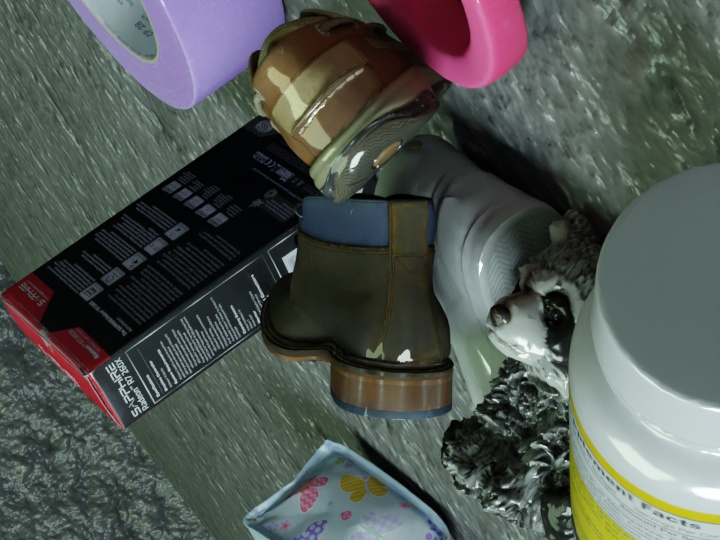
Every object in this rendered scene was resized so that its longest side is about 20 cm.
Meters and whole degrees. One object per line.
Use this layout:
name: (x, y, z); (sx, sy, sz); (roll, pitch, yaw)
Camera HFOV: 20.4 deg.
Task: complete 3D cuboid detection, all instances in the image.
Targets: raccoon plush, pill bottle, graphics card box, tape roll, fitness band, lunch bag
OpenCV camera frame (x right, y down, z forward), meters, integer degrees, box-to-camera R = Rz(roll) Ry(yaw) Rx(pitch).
raccoon plush: (0.119, 0.052, 0.920); (0.097, 0.134, 0.200); (29, -172, 33)
pill bottle: (0.133, 0.053, 0.735); (0.114, 0.114, 0.200); (46, 164, 26)
graphics card box: (-0.093, -0.005, 1.145); (0.125, 0.200, 0.051); (33, 155, 52)
tape roll: (-0.127, -0.188, 1.095); (0.200, 0.066, 0.200); (48, 166, 17)
fitness band: (0.006, -0.162, 0.787); (0.200, 0.037, 0.144); (59, 165, -20)
lunch bag: (0.023, 0.254, 1.559); (0.200, 0.127, 0.170); (29, 155, 45)

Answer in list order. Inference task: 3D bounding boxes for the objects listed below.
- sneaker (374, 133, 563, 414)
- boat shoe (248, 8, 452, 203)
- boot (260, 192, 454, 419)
sneaker: (0.064, 0.022, 0.990); (0.116, 0.074, 0.200); (42, 154, 46)
boat shoe: (-0.008, -0.083, 0.872); (0.074, 0.076, 0.200); (44, -176, -4)
boot: (0.000, 0.000, 0.949); (0.200, 0.075, 0.097); (-148, 59, -68)
